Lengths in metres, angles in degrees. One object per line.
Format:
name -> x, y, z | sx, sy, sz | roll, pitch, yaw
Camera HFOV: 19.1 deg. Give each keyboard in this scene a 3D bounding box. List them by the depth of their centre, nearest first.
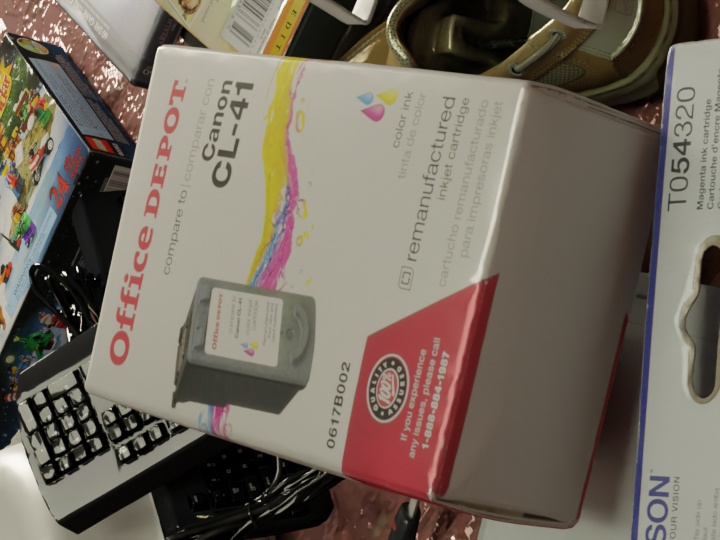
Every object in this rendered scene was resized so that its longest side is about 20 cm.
keyboard -> -0.048, 0.051, 0.896 | 0.200, 0.021, 0.127 | -32, 71, 10
keyboard -> -0.084, 0.033, 0.960 | 0.040, 0.104, 0.200 | 99, 155, -49

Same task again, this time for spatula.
spatula -> 0.031, 0.084, 0.853 | 0.057, 0.020, 0.200 | -85, 15, -68

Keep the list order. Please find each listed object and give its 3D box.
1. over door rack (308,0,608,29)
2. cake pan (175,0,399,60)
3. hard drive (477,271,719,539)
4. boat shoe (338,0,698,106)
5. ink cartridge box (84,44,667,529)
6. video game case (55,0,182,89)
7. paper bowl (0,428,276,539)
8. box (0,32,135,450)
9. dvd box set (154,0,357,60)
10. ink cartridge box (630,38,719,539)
over door rack -> 0.081, -0.163, 0.797 | 0.148, 0.067, 0.200 | 9, 63, 53
cake pan -> -0.035, -0.180, 1.007 | 0.200, 0.037, 0.201 | -18, 67, 49
hard drive -> 0.092, 0.101, 0.774 | 0.132, 0.026, 0.201 | 13, 91, 54
boat shoe -> 0.039, -0.091, 0.852 | 0.200, 0.076, 0.072 | -17, 68, 50
ink cartridge box -> 0.000, 0.000, 0.789 | 0.200, 0.085, 0.148 | 11, 88, 45
video game case -> -0.096, -0.207, 1.049 | 0.143, 0.019, 0.200 | 46, 116, 48
paper bowl -> -0.134, 0.157, 0.996 | 0.200, 0.104, 0.201 | -20, 65, 51
box -> -0.194, -0.010, 1.173 | 0.137, 0.038, 0.200 | 49, 120, 47
dvd box set -> -0.056, -0.184, 0.957 | 0.200, 0.029, 0.147 | 42, 113, 40
ink cartridge box -> 0.176, 0.017, 0.664 | 0.200, 0.043, 0.197 | -2, 81, 50
